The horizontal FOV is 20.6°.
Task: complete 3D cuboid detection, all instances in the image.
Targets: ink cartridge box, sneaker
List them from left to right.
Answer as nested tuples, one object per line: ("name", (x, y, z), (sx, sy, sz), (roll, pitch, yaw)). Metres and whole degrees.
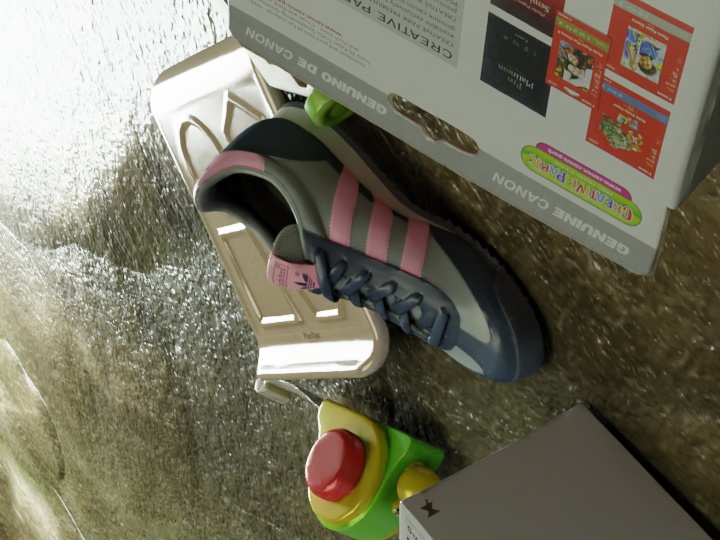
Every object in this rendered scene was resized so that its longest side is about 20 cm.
("sneaker", (0.000, 0.000, 0.989), (0.200, 0.082, 0.070), (39, 144, 25))
("ink cartridge box", (0.053, -0.118, 0.688), (0.200, 0.084, 0.176), (32, 146, 18))

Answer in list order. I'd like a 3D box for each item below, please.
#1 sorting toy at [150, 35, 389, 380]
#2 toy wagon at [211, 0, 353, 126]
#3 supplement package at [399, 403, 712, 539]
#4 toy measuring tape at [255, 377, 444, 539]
("sorting toy", (-0.051, -0.036, 1.148), (0.185, 0.036, 0.201), (-9, 102, 66))
("toy wagon", (-0.037, -0.169, 0.961), (0.155, 0.039, 0.200), (55, 155, 18))
("supplement package", (0.092, 0.184, 0.970), (0.110, 0.113, 0.200), (47, 153, 36))
("toy measuring tape", (-0.017, 0.114, 1.174), (0.200, 0.073, 0.074), (18, 131, 56))
